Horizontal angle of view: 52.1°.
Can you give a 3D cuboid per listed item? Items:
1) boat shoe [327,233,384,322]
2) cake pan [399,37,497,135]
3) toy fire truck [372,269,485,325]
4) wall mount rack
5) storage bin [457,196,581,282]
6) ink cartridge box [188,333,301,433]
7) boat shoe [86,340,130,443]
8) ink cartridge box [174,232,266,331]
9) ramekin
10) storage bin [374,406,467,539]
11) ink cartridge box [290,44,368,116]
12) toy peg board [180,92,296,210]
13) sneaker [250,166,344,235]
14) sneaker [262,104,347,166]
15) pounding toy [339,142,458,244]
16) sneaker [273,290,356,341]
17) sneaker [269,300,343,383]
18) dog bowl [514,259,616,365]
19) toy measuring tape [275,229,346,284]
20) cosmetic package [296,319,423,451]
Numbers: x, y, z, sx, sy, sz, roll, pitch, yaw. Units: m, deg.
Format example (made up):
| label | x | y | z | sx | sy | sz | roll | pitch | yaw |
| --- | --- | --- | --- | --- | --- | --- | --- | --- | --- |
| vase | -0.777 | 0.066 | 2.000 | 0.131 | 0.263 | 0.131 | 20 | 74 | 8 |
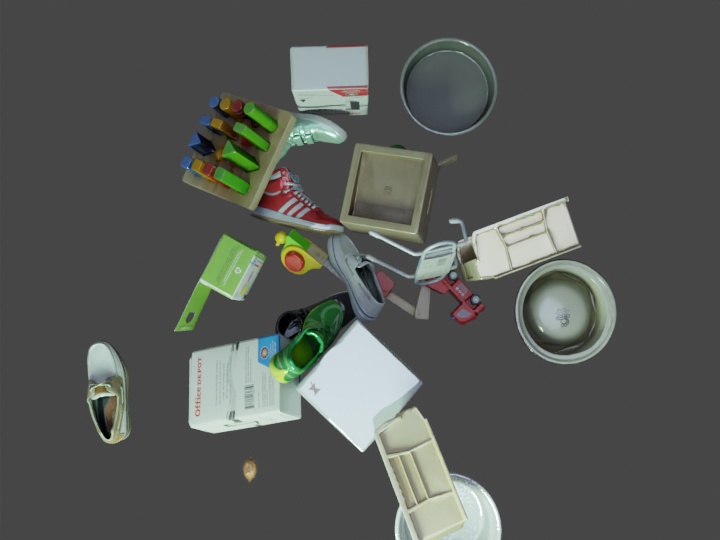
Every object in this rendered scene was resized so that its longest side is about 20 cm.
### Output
| label | x | y | z | sx | sy | sz | roll | pitch | yaw |
| --- | --- | --- | --- | --- | --- | --- | --- | --- | --- |
| boat shoe | 0.000 | 0.000 | 1.428 | 0.067 | 0.073 | 0.202 | -45 | 61 | 39 |
| cake pan | 0.178 | -0.370 | 1.499 | 0.197 | 0.037 | 0.204 | 0 | 86 | 0 |
| toy fire truck | 0.134 | 0.047 | 1.462 | 0.141 | 0.049 | 0.200 | -43 | 87 | -2 |
| wall mount rack | 0.102 | -0.033 | 1.351 | 0.171 | 0.200 | 0.076 | -11 | 69 | -7 |
| storage bin | 0.288 | -0.049 | 1.394 | 0.196 | 0.200 | 0.095 | -20 | 88 | -1 |
| ink cartridge box | -0.218 | 0.215 | 1.385 | 0.197 | 0.084 | 0.148 | -13 | 66 | 22 |
| boat shoe | -0.494 | 0.235 | 1.439 | 0.074 | 0.068 | 0.203 | -15 | 86 | -1 |
| ink cartridge box | -0.265 | 0.040 | 1.415 | 0.075 | 0.148 | 0.202 | 26 | 87 | 1 |
| ramekin | 0.162 | 0.480 | 1.404 | 0.197 | 0.098 | 0.204 | 0 | 85 | 0 |
| storage bin | 0.101 | 0.358 | 1.259 | 0.093 | 0.200 | 0.200 | -21 | 67 | -3 |
| ink cartridge box | -0.055 | -0.361 | 1.420 | 0.142 | 0.200 | 0.085 | -2 | 89 | 0 |
| toy peg board | -0.258 | -0.249 | 1.419 | 0.198 | 0.098 | 0.202 | 23 | 86 | 31 |
| sneaker | -0.115 | -0.139 | 1.453 | 0.197 | 0.071 | 0.114 | 14 | 86 | 16 |
| sneaker | -0.130 | -0.251 | 1.472 | 0.198 | 0.074 | 0.120 | 14 | 79 | 11 |
| pounding toy | 0.081 | -0.164 | 1.450 | 0.182 | 0.142 | 0.203 | 10 | 84 | 15 |
| sneaker | -0.079 | 0.093 | 1.434 | 0.198 | 0.099 | 0.072 | -23 | 84 | -3 |
| sneaker | -0.082 | 0.128 | 1.335 | 0.074 | 0.083 | 0.200 | 51 | 49 | -13 |
| dog bowl | 0.393 | 0.082 | 1.446 | 0.197 | 0.074 | 0.203 | 0 | 86 | -1 |
| toy measuring tape | -0.093 | -0.006 | 1.462 | 0.199 | 0.074 | 0.074 | 39 | 86 | -7 |
| cosmetic package | -0.001 | 0.207 | 1.375 | 0.166 | 0.200 | 0.168 | 43 | 88 | 3 |
